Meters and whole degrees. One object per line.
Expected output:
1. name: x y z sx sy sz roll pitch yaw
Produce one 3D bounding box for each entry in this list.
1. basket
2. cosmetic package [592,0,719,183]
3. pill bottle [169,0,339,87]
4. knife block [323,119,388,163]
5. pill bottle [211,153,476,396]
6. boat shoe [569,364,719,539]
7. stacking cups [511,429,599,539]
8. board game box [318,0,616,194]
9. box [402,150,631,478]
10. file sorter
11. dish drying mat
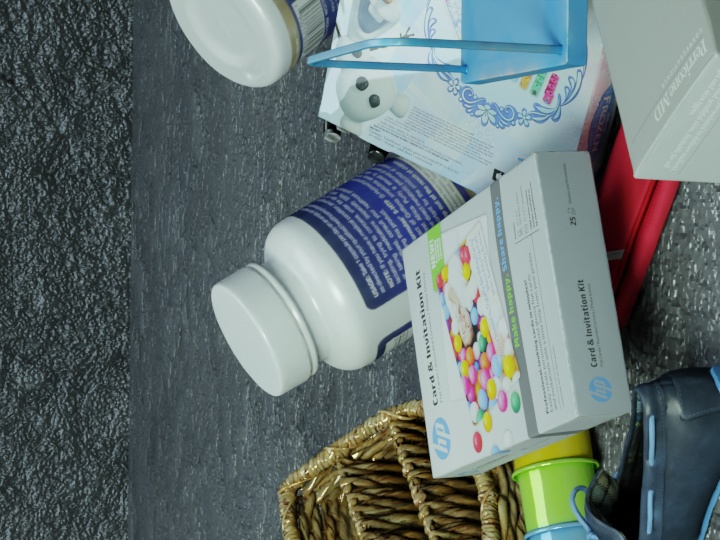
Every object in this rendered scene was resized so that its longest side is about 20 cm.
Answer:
1. basket: 0.045 0.183 1.266 0.201 0.148 0.143 -107 33 -45
2. cosmetic package: 0.175 -0.153 0.949 0.107 0.089 0.201 115 154 -52
3. pill bottle: -0.035 -0.231 1.333 0.111 0.200 0.111 33 149 23
4. knife block: 0.025 -0.161 1.361 0.176 0.064 0.200 -51 19 -2
5. pill bottle: 0.000 0.000 1.315 0.120 0.199 0.120 48 157 28
6. boat shoe: 0.155 0.129 1.046 0.084 0.068 0.201 -112 27 -54
7. stacking cups: 0.127 0.183 1.160 0.061 0.060 0.202 130 138 -66
8. board game box: 0.076 -0.156 1.165 0.199 0.043 0.200 28 121 29
9. box: 0.090 0.032 1.128 0.200 0.041 0.157 143 122 -64
10. file sorter: 0.043 -0.212 1.027 0.139 0.122 0.202 -177 88 -68
11. dish drying mat: 0.167 -0.063 1.098 0.077 0.018 0.201 -105 22 -47
